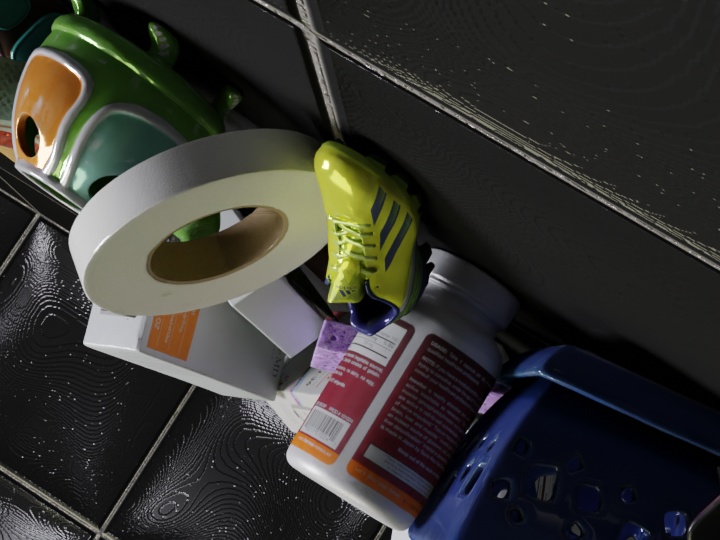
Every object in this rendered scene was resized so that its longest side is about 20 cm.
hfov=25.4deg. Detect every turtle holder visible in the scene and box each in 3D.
[{"bbox_3d":[-0.173,-0.100,1.160,0.141,0.132,0.186,29,171,19],"label":"turtle holder"}]

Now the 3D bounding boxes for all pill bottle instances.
[{"bbox_3d":[0.038,0.090,1.237,0.113,0.200,0.113,31,172,5],"label":"pill bottle"}]

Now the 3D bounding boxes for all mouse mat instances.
[{"bbox_3d":[-0.080,-0.032,1.419,0.161,0.008,0.200,54,180,15],"label":"mouse mat"}]

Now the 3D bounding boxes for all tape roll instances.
[{"bbox_3d":[-0.108,-0.031,1.145,0.203,0.202,0.037,52,-165,-68],"label":"tape roll"}]

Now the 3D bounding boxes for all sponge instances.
[{"bbox_3d":[0.059,0.086,1.353,0.199,0.030,0.112,16,167,-2],"label":"sponge"}]

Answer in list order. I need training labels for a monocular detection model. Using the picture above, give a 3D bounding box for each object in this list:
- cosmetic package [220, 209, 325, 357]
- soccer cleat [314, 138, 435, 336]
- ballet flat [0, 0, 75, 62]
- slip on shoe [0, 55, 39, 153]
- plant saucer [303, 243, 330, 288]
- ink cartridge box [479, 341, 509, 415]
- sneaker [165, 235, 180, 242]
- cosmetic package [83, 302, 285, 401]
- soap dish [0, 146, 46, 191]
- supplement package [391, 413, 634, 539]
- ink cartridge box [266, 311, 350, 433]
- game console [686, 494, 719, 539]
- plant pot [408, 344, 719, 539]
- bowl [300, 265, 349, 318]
[{"bbox_3d":[-0.115,-0.033,1.381,0.200,0.052,0.151,54,-176,26],"label":"cosmetic package"},{"bbox_3d":[0.002,-0.017,1.119,0.065,0.084,0.200,31,163,26],"label":"soccer cleat"},{"bbox_3d":[-0.263,-0.195,1.215,0.200,0.069,0.071,47,-178,-46],"label":"ballet flat"},{"bbox_3d":[-0.247,-0.118,1.207,0.200,0.074,0.061,15,164,-40],"label":"slip on shoe"},{"bbox_3d":[0.000,0.000,1.377,0.200,0.035,0.200,40,170,8],"label":"plant saucer"},{"bbox_3d":[0.058,0.042,1.509,0.162,0.057,0.200,24,148,46],"label":"ink cartridge box"},{"bbox_3d":[-0.144,-0.046,1.575,0.120,0.084,0.200,20,-162,-23],"label":"sneaker"},{"bbox_3d":[-0.151,0.048,1.463,0.071,0.102,0.200,5,167,36],"label":"cosmetic package"},{"bbox_3d":[-0.295,-0.155,1.332,0.200,0.081,0.157,38,-173,-18],"label":"soap dish"},{"bbox_3d":[0.164,0.224,1.512,0.199,0.148,0.191,7,-177,-24],"label":"supplement package"},{"bbox_3d":[-0.005,0.100,1.509,0.068,0.116,0.200,53,159,-17],"label":"ink cartridge box"},{"bbox_3d":[0.326,0.173,0.933,0.200,0.119,0.172,34,172,-16],"label":"game console"},{"bbox_3d":[0.168,0.165,1.206,0.199,0.180,0.200,24,173,-4],"label":"plant pot"},{"bbox_3d":[-0.086,0.021,1.753,0.200,0.075,0.200,39,170,-34],"label":"bowl"}]
